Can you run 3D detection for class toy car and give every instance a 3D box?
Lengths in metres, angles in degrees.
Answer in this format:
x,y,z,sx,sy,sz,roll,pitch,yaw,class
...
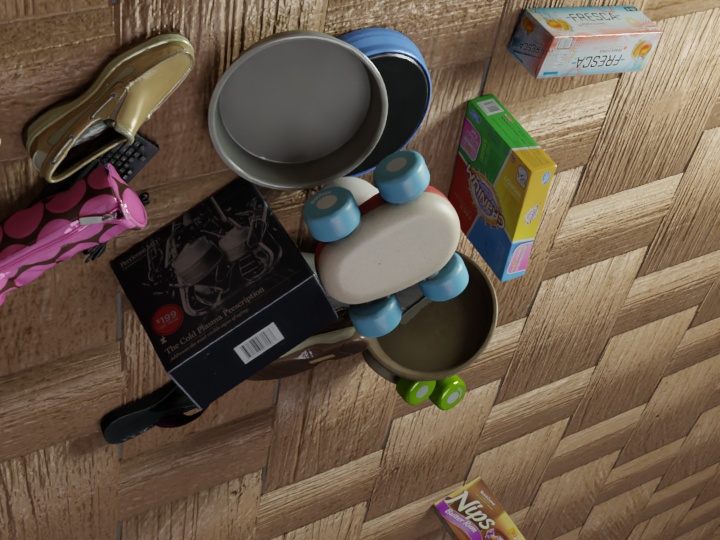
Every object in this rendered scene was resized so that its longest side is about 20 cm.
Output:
x,y,z,sx,sy,sz,roll,pitch,yaw,class
0.010,-0.063,1.332,0.176,0.200,0.185,-28,126,-3,toy car
0.103,0.073,1.631,0.157,0.164,0.201,17,110,-50,toy car

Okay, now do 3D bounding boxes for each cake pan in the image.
x,y,z,sx,sy,sz,roll,pitch,yaw,class
-0.070,-0.179,1.224,0.198,0.037,0.201,-7,132,-8,cake pan

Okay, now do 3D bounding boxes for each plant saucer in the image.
x,y,z,sx,sy,sz,roll,pitch,yaw,class
0.096,0.062,1.566,0.199,0.201,0.030,-34,154,-3,plant saucer

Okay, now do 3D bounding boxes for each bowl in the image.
x,y,z,sx,sy,sz,roll,pitch,yaw,class
-0.003,-0.192,1.321,0.199,0.039,0.202,-23,143,-18,bowl

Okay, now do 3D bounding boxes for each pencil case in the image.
x,y,z,sx,sy,sz,roll,pitch,yaw,class
-0.325,-0.035,1.157,0.199,0.094,0.091,-30,124,3,pencil case

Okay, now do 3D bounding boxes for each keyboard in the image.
x,y,z,sx,sy,sz,roll,pitch,yaw,class
-0.295,-0.070,1.228,0.200,0.021,0.127,-44,145,12,keyboard

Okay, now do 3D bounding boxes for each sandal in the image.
x,y,z,sx,sy,sz,roll,pitch,yaw,class
-0.260,0.194,1.543,0.199,0.048,0.076,-28,145,-11,sandal

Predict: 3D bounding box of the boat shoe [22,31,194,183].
x,y,z,sx,sy,sz,roll,pitch,yaw,class
-0.242,-0.157,1.120,0.199,0.076,0.072,-38,146,2,boat shoe

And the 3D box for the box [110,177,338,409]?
x,y,z,sx,sy,sz,roll,pitch,yaw,class
-0.162,0.024,1.310,0.199,0.182,0.104,-34,145,-4,box

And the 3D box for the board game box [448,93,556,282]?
x,y,z,sx,sy,sz,roll,pitch,yaw,class
0.183,-0.108,1.481,0.040,0.153,0.201,-17,141,-22,board game box

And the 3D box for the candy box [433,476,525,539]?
x,y,z,sx,sy,sz,roll,pitch,yaw,class
0.248,0.527,2.242,0.116,0.200,0.057,-28,142,-10,candy box

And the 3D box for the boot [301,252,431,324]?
x,y,z,sx,sy,sz,roll,pitch,yaw,class
0.000,0.001,1.465,0.198,0.073,0.182,18,134,-19,boot

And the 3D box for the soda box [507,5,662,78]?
x,y,z,sx,sy,sz,roll,pitch,yaw,class
0.289,-0.294,1.427,0.199,0.069,0.064,-9,138,-33,soda box

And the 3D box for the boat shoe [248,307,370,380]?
x,y,z,sx,sy,sz,roll,pitch,yaw,class
-0.084,0.097,1.566,0.201,0.075,0.075,-16,155,10,boat shoe
